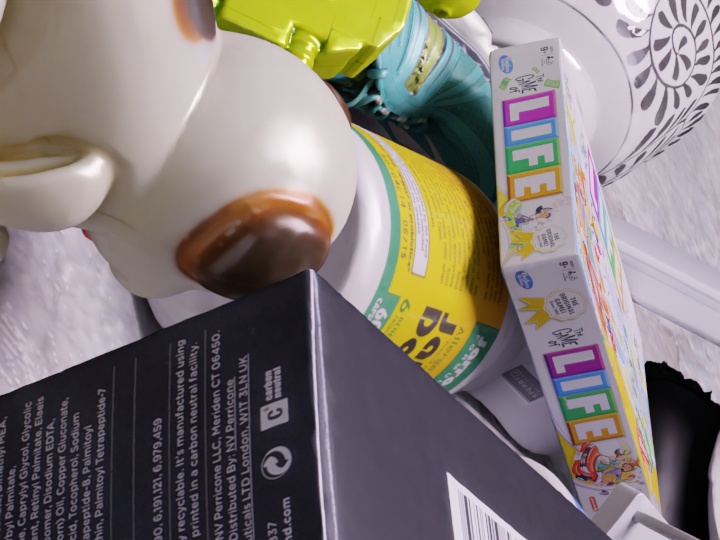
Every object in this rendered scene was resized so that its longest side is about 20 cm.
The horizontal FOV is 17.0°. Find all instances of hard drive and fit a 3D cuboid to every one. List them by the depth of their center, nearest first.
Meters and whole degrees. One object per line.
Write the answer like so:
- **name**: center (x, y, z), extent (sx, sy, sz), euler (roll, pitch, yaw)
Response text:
- **hard drive**: center (0.184, 0.018, 1.249), extent (0.199, 0.027, 0.132), euler (28, 9, 5)

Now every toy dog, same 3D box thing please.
- **toy dog**: center (-0.083, -0.076, 0.820), extent (0.200, 0.193, 0.140), euler (50, 16, -25)

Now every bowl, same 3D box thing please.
- **bowl**: center (0.076, -0.103, 1.178), extent (0.201, 0.200, 0.094), euler (58, 33, -25)

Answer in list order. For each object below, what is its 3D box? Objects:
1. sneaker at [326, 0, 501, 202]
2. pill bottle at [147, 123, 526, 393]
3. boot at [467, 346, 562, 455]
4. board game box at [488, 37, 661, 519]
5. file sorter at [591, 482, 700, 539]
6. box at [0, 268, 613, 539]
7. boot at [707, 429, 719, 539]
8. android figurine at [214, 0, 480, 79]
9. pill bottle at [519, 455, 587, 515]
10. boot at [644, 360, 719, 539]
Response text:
- **sneaker**: center (0.005, -0.098, 1.089), extent (0.200, 0.077, 0.080), euler (54, 43, -30)
- **pill bottle**: center (0.000, 0.000, 1.030), extent (0.200, 0.112, 0.113), euler (20, 52, -62)
- **boot**: center (0.069, 0.012, 1.250), extent (0.200, 0.073, 0.096), euler (54, 19, -50)
- **board game box**: center (0.099, 0.014, 1.093), extent (0.201, 0.034, 0.135), euler (68, 15, -45)
- **file sorter**: center (0.115, 0.218, 0.945), extent (0.200, 0.124, 0.139), euler (-51, 127, -13)
- **box**: center (-0.041, 0.124, 0.714), extent (0.200, 0.196, 0.125), euler (43, 32, -46)
- **boot**: center (0.209, 0.161, 1.242), extent (0.090, 0.072, 0.201), euler (88, 9, -64)
- **android figurine**: center (-0.026, -0.163, 1.005), extent (0.181, 0.041, 0.201), euler (26, 61, -14)
- **pill bottle**: center (0.088, 0.183, 1.066), extent (0.200, 0.113, 0.114), euler (52, 28, -35)
- **boot**: center (0.139, 0.122, 1.231), extent (0.198, 0.073, 0.163), euler (54, 47, -46)
